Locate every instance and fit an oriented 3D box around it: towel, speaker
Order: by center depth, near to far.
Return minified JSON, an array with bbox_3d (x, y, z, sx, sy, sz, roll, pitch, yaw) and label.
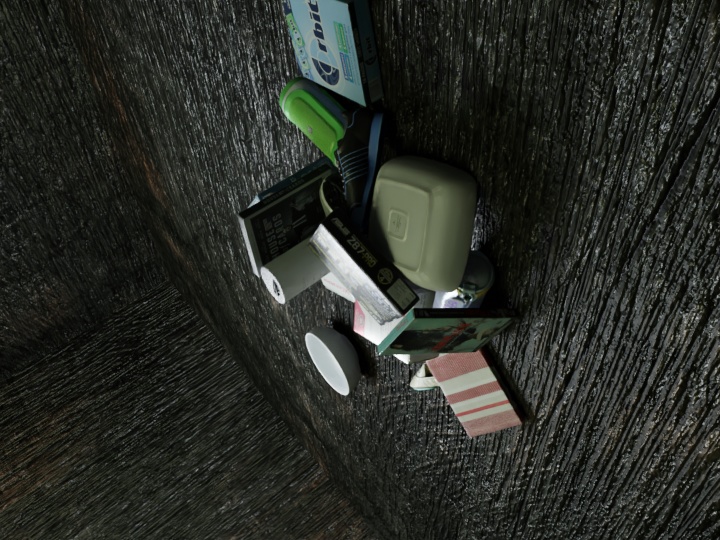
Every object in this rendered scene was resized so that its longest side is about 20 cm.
[{"bbox_3d":[-0.063,-0.267,1.310,0.200,0.088,0.089,47,156,25],"label":"speaker"},{"bbox_3d":[-0.090,-0.021,1.363,0.081,0.199,0.082,43,154,27],"label":"speaker"},{"bbox_3d":[0.216,0.223,1.391,0.143,0.023,0.202,-27,94,44],"label":"towel"}]

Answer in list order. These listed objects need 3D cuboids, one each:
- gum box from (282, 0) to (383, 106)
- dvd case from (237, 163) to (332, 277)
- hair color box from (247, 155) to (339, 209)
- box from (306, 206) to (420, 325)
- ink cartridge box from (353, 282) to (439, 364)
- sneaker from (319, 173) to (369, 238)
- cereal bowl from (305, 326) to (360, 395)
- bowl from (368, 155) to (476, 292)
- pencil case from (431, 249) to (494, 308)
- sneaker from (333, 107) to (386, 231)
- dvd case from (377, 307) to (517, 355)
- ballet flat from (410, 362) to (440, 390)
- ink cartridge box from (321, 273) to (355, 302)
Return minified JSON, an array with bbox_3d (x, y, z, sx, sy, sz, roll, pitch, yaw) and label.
[{"bbox_3d":[-0.050,-0.383,1.180,0.199,0.044,0.172,35,150,42],"label":"gum box"},{"bbox_3d":[-0.129,-0.093,1.352,0.025,0.198,0.152,39,152,36],"label":"dvd case"},{"bbox_3d":[-0.120,-0.159,1.418,0.061,0.199,0.100,56,157,-2],"label":"hair color box"},{"bbox_3d":[0.000,0.000,1.207,0.200,0.049,0.161,47,162,0],"label":"box"},{"bbox_3d":[0.074,0.079,1.419,0.199,0.082,0.150,25,115,53],"label":"ink cartridge box"},{"bbox_3d":[-0.018,-0.081,1.323,0.203,0.073,0.079,67,166,-8],"label":"sneaker"},{"bbox_3d":[-0.064,0.237,1.985,0.200,0.083,0.202,45,155,27],"label":"cereal bowl"},{"bbox_3d":[0.084,-0.075,1.152,0.198,0.074,0.204,26,115,46],"label":"bowl"},{"bbox_3d":[0.171,0.048,1.235,0.201,0.081,0.092,100,165,-60],"label":"pencil case"},{"bbox_3d":[-0.009,-0.171,1.208,0.076,0.204,0.070,9,179,12],"label":"sneaker"},{"bbox_3d":[0.144,0.103,1.203,0.146,0.196,0.022,128,136,-52],"label":"dvd case"},{"bbox_3d":[0.166,0.214,1.511,0.199,0.067,0.063,-15,98,57],"label":"ballet flat"},{"bbox_3d":[-0.048,-0.051,1.566,0.145,0.082,0.203,24,141,53],"label":"ink cartridge box"}]
